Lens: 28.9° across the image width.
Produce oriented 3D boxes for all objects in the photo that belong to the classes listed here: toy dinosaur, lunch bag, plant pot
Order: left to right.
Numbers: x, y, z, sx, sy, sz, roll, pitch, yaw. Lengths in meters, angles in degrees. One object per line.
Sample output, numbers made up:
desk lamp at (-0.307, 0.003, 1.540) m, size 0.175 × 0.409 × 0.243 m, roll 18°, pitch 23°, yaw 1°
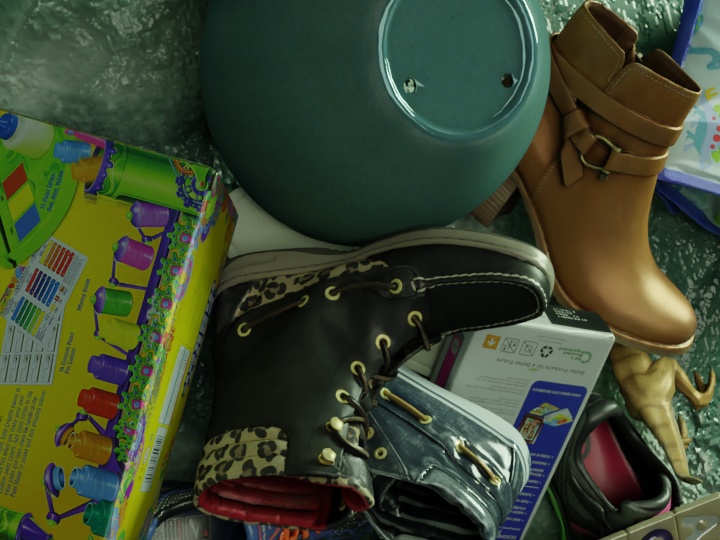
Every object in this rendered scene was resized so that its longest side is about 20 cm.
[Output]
plant pot at (0.025, -0.112, 0.755) m, size 0.197 × 0.134 × 0.203 m, roll -1°, pitch 93°, yaw -22°
toy dinosaur at (0.192, 0.087, 0.914) m, size 0.106 × 0.201 × 0.060 m, roll 27°, pitch 121°, yaw -38°
lunch bag at (0.283, -0.107, 0.949) m, size 0.198 × 0.127 × 0.172 m, roll 20°, pitch 81°, yaw -30°

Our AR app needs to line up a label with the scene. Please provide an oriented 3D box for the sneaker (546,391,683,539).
sneaker at (0.174, 0.169, 0.916) m, size 0.076 × 0.084 × 0.202 m, roll -32°, pitch 100°, yaw -19°

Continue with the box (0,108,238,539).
box at (-0.184, 0.030, 0.719) m, size 0.190 × 0.122 × 0.203 m, roll 16°, pitch 82°, yaw 3°

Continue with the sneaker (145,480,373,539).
sneaker at (-0.061, 0.149, 0.823) m, size 0.198 × 0.078 × 0.076 m, roll -14°, pitch 94°, yaw -22°

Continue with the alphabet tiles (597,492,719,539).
alphabet tiles at (0.175, 0.257, 0.910) m, size 0.165 × 0.008 × 0.202 m, roll -20°, pitch 114°, yaw -9°

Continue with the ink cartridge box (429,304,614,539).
ink cartridge box at (0.078, 0.111, 0.877) m, size 0.094 × 0.037 × 0.202 m, roll 9°, pitch 115°, yaw -22°

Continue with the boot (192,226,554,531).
boot at (0.004, 0.057, 0.746) m, size 0.197 × 0.074 × 0.152 m, roll -2°, pitch 52°, yaw 13°

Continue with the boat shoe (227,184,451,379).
boat shoe at (-0.002, 0.002, 0.863) m, size 0.200 × 0.060 × 0.072 m, roll 30°, pitch 108°, yaw -18°

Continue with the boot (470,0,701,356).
boot at (0.165, -0.056, 0.867) m, size 0.200 × 0.156 × 0.077 m, roll 44°, pitch 33°, yaw 9°

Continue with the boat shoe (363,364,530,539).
boat shoe at (-0.001, 0.093, 0.801) m, size 0.198 × 0.091 × 0.072 m, roll 24°, pitch 119°, yaw 9°
